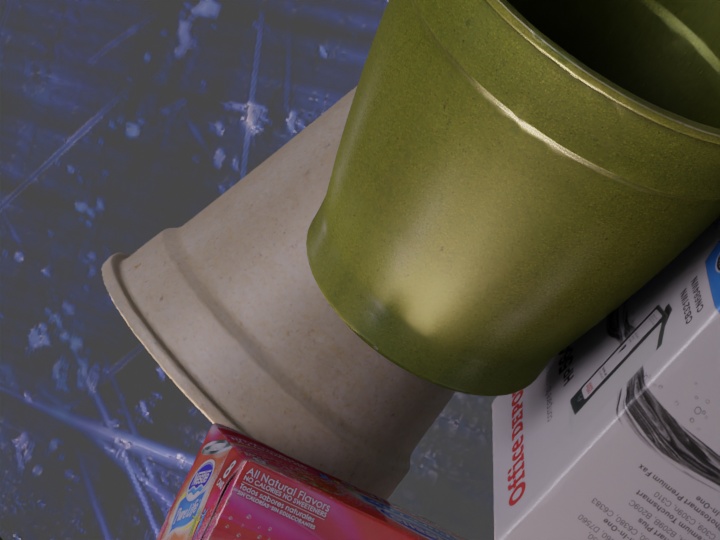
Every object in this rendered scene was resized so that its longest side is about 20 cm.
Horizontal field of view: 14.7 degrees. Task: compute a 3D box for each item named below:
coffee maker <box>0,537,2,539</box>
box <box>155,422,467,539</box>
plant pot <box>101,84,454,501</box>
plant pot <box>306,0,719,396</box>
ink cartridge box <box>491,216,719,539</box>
[{"bbox_3d":[-0.300,0.221,1.688,0.200,0.192,0.135,-42,68,-1],"label":"coffee maker"},{"bbox_3d":[0.003,0.161,1.333,0.096,0.199,0.100,-64,14,1],"label":"box"},{"bbox_3d":[0.000,0.000,1.447,0.184,0.200,0.201,-46,45,8],"label":"plant pot"},{"bbox_3d":[0.074,-0.053,1.268,0.193,0.199,0.201,-57,42,30],"label":"plant pot"},{"bbox_3d":[0.151,0.049,1.287,0.200,0.084,0.146,-48,14,20],"label":"ink cartridge box"}]
